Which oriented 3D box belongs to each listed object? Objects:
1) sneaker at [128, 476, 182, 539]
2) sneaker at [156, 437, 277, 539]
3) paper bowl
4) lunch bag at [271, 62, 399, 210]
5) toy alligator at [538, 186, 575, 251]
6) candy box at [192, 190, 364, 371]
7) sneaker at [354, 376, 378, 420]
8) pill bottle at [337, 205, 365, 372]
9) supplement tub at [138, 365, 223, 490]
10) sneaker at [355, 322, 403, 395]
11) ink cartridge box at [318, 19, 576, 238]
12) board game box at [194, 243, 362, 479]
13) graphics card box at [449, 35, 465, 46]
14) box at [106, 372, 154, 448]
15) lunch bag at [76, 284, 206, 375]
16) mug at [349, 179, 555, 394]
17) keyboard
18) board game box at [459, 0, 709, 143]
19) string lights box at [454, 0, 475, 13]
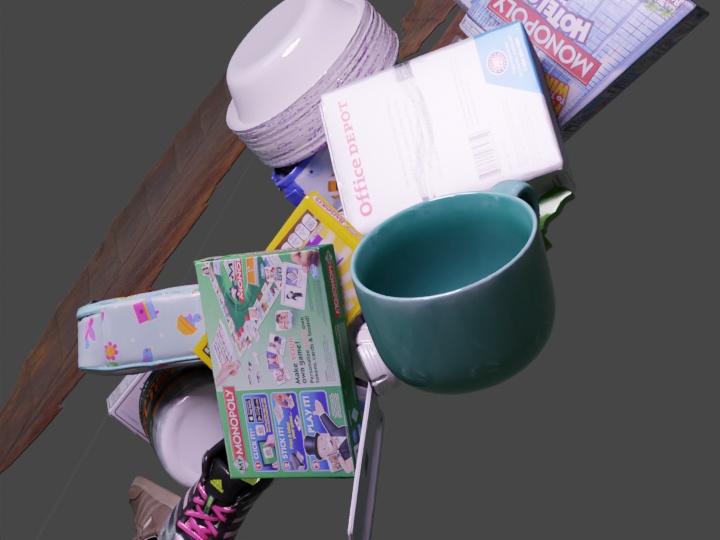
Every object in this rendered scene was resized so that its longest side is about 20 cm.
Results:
[{"bbox_3d":[-0.219,0.272,1.319,0.076,0.070,0.200,-57,19,-16],"label":"sneaker"},{"bbox_3d":[-0.136,0.217,1.183,0.201,0.073,0.088,-52,-15,-16],"label":"sneaker"},{"bbox_3d":[-0.064,-0.216,1.320,0.200,0.104,0.202,-33,30,22],"label":"paper bowl"},{"bbox_3d":[0.003,-0.116,1.384,0.123,0.170,0.201,-19,37,50],"label":"lunch bag"},{"bbox_3d":[0.102,-0.016,1.100,0.198,0.059,0.055,-21,67,17],"label":"toy alligator"},{"bbox_3d":[-0.062,0.036,1.118,0.201,0.102,0.026,-52,-5,26],"label":"candy box"},{"bbox_3d":[-0.051,0.137,1.193,0.088,0.074,0.200,-68,16,-9],"label":"sneaker"},{"bbox_3d":[0.000,0.000,1.250,0.112,0.112,0.201,-23,26,54],"label":"pill bottle"},{"bbox_3d":[-0.175,0.159,1.352,0.123,0.122,0.200,-52,18,-6],"label":"supplement tub"},{"bbox_3d":[0.058,0.041,1.131,0.089,0.079,0.201,-18,26,18],"label":"sneaker"},{"bbox_3d":[0.078,-0.115,1.123,0.198,0.084,0.147,-18,72,14],"label":"ink cartridge box"},{"bbox_3d":[-0.071,0.083,1.095,0.133,0.203,0.029,-5,8,30],"label":"board game box"},{"bbox_3d":[0.101,-0.127,1.239,0.201,0.124,0.051,-60,-7,-23],"label":"graphics card box"},{"bbox_3d":[-0.202,0.121,1.499,0.201,0.116,0.060,-52,18,-2],"label":"box"},{"bbox_3d":[-0.185,0.060,1.264,0.197,0.078,0.160,-8,-4,11],"label":"lunch bag"},{"bbox_3d":[0.092,0.019,0.984,0.183,0.115,0.152,-25,30,-11],"label":"mug"},{"bbox_3d":[0.004,0.166,1.031,0.011,0.057,0.201,-8,32,11],"label":"keyboard"},{"bbox_3d":[0.188,-0.219,1.177,0.201,0.200,0.061,-56,-21,19],"label":"board game box"},{"bbox_3d":[0.144,-0.366,1.247,0.200,0.102,0.059,-49,18,8],"label":"string lights box"}]
